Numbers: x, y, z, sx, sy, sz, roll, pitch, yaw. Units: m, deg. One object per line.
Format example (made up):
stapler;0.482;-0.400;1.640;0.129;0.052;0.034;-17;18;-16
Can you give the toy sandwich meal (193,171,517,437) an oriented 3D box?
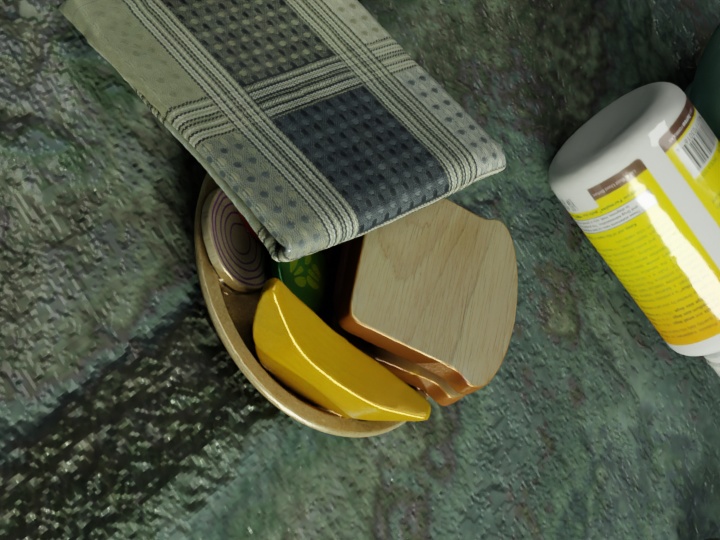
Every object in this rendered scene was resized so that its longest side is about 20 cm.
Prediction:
toy sandwich meal;0.000;0.000;0.847;0.204;0.070;0.207;20;59;-36

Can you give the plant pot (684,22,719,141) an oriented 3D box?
plant pot;0.327;-0.121;1.160;0.199;0.134;0.203;15;63;-31

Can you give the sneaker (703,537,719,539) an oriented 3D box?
sneaker;0.265;0.277;0.974;0.107;0.067;0.203;19;56;-33

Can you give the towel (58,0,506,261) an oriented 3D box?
towel;-0.041;-0.099;0.844;0.192;0.035;0.200;-25;67;-44

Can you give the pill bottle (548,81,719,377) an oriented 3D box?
pill bottle;0.224;-0.020;1.040;0.201;0.109;0.109;51;45;-13
